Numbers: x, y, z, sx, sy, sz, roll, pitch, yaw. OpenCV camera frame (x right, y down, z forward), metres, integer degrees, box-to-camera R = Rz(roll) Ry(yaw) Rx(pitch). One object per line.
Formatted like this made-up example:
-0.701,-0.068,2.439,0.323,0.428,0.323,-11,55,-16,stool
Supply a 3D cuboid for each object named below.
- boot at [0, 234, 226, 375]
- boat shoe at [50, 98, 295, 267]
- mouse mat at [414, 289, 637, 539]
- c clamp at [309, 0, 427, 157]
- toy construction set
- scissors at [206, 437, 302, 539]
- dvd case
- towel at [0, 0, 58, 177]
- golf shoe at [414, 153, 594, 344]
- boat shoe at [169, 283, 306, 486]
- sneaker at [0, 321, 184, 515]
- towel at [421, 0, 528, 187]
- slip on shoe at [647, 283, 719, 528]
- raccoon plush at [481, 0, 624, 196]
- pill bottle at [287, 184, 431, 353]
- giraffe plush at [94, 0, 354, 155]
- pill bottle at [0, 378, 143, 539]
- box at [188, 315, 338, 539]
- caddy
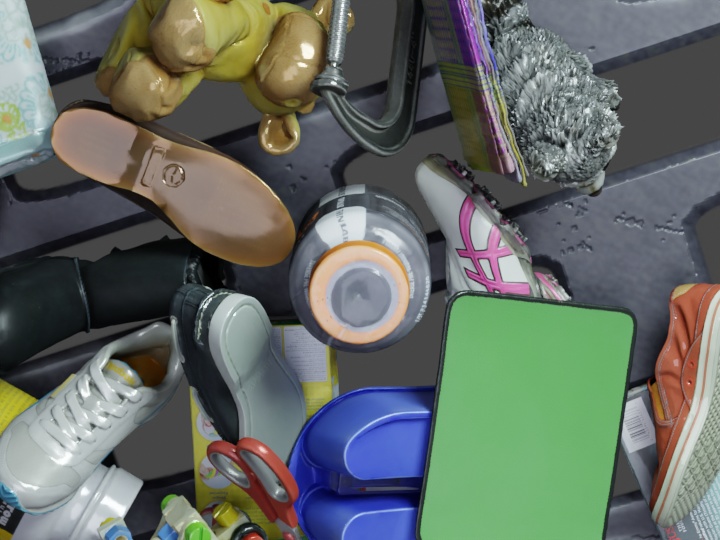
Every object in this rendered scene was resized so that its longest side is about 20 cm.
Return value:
-0.193,0.021,1.536,0.162,0.198,0.073,-6,102,11,boot
-0.137,-0.070,1.528,0.200,0.070,0.070,31,95,-4,boat shoe
0.127,0.119,1.543,0.161,0.008,0.200,7,95,-20,mouse mat
-0.003,-0.189,1.501,0.027,0.171,0.200,-5,76,33,c clamp
-0.121,0.252,1.578,0.131,0.092,0.200,-39,131,-10,toy construction set
-0.053,0.196,1.553,0.073,0.014,0.200,0,134,41,scissors
0.311,0.130,1.610,0.200,0.022,0.146,-24,97,6,dvd case
-0.341,-0.138,1.562,0.200,0.048,0.171,-18,82,3,towel
0.095,0.003,1.572,0.092,0.073,0.200,-35,96,5,golf shoe
-0.092,0.085,1.534,0.060,0.076,0.200,20,139,31,boat shoe
-0.208,0.107,1.543,0.076,0.200,0.081,40,134,5,sneaker
0.078,-0.161,1.501,0.023,0.144,0.200,-17,100,-6,towel
0.252,0.102,1.571,0.061,0.074,0.200,20,110,36,slip on shoe
0.117,-0.140,1.515,0.200,0.134,0.097,43,101,-4,raccoon plush
0.000,0.000,1.512,0.106,0.200,0.106,0,100,0,pill bottle
-0.088,-0.168,1.518,0.162,0.200,0.173,29,112,-20,giraffe plush
-0.277,0.152,1.602,0.200,0.111,0.111,29,100,-2,pill bottle
-0.075,0.137,1.621,0.117,0.048,0.200,-1,98,3,box
0.044,0.163,1.580,0.200,0.105,0.142,0,97,-19,caddy
